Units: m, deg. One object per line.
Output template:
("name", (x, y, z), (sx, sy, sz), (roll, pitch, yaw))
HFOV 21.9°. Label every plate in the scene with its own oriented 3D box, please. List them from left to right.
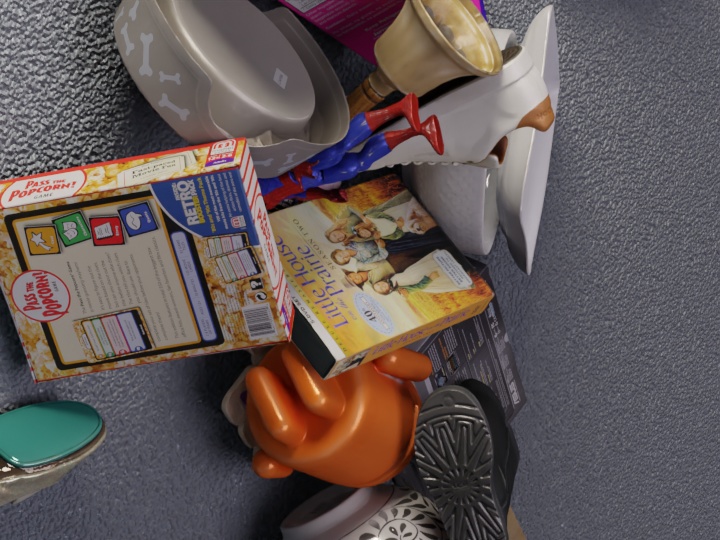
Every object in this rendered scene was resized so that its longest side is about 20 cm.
("plate", (0.153, -0.117, 1.706), (0.200, 0.032, 0.201), (63, 36, -72))

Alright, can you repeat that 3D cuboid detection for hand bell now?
("hand bell", (0.005, -0.140, 1.478), (0.104, 0.200, 0.104), (38, 30, -27))

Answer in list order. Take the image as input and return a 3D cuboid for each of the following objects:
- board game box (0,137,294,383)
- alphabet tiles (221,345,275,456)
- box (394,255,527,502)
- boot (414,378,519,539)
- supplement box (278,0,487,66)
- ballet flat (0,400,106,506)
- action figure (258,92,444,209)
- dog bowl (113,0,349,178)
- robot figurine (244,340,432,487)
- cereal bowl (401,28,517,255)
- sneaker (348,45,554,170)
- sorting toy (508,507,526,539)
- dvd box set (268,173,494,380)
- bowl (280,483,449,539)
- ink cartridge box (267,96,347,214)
("board game box", (-0.162, -0.005, 1.354), (0.046, 0.199, 0.152), (-84, 163, -59))
("alphabet tiles", (-0.046, 0.070, 1.607), (0.196, 0.015, 0.200), (-53, 145, -19))
("box", (0.078, 0.107, 1.743), (0.159, 0.048, 0.200), (-49, 140, -26))
("boot", (0.098, 0.142, 1.622), (0.200, 0.065, 0.166), (-63, 145, -67))
("supplement box", (0.003, -0.254, 1.505), (0.200, 0.103, 0.102), (29, 44, -49))
("ballet flat", (-0.278, 0.151, 1.375), (0.199, 0.067, 0.063), (-19, 143, -40))
("action figure", (-0.035, -0.079, 1.467), (0.065, 0.199, 0.052), (33, 45, -55))
("dog bowl", (-0.100, -0.154, 1.395), (0.059, 0.201, 0.200), (-41, 147, 26))
("robot figurine", (-0.021, 0.119, 1.557), (0.200, 0.116, 0.145), (30, 79, -59))
("cereal bowl", (0.086, -0.118, 1.652), (0.200, 0.083, 0.201), (9, 90, -80))
("sneaker", (0.067, -0.105, 1.522), (0.085, 0.199, 0.073), (57, 33, -18))
("sorting toy", (0.083, 0.329, 1.814), (0.200, 0.069, 0.199), (-49, 133, -27))
("dvd box set", (0.000, 0.000, 1.530), (0.199, 0.147, 0.029), (-20, 154, -44))
("bowl", (-0.009, 0.241, 1.625), (0.200, 0.200, 0.095), (-35, 99, -37))
("ink cartridge box", (-0.065, -0.062, 1.564), (0.095, 0.037, 0.201), (24, 85, -50))
